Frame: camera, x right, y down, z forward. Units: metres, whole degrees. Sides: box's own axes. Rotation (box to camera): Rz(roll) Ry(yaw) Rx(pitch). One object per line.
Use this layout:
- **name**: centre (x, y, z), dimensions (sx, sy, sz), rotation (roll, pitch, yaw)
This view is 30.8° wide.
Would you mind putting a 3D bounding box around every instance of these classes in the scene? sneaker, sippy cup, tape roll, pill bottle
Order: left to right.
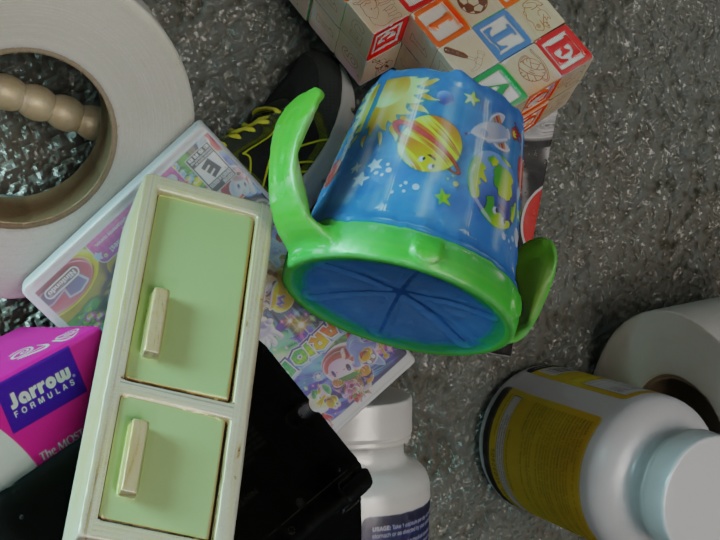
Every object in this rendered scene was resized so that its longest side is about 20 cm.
- **tape roll**: centre (-0.193, -0.080, 0.734), dimensions (0.200, 0.037, 0.205), rotation (-11, 122, -18)
- **sneaker**: centre (-0.070, -0.064, 0.823), dimensions (0.084, 0.074, 0.202), rotation (35, 66, -28)
- **pill bottle**: centre (-0.009, 0.182, 0.877), dimensions (0.110, 0.111, 0.203), rotation (-1, 97, -28)
- **sippy cup**: centre (0.035, -0.038, 0.742), dimensions (0.178, 0.138, 0.132), rotation (59, 42, -61)
- **pill bottle**: centre (0.178, 0.136, 0.920), dimensions (0.111, 0.199, 0.114), rotation (-3, 97, -27)
- **tape roll**: centre (0.287, 0.118, 0.977), dimensions (0.138, 0.202, 0.206), rotation (-9, 100, -26)

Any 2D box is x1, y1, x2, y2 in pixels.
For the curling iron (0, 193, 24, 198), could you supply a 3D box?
- **curling iron**: centre (-0.175, -0.020, 0.813), dimensions (0.198, 0.025, 0.050), rotation (19, 84, -28)

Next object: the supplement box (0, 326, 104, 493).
- **supplement box**: centre (-0.175, 0.142, 0.743), dimensions (0.101, 0.103, 0.202), rotation (-30, 107, -38)

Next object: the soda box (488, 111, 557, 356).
- **soda box**: centre (0.083, -0.045, 0.927), dimensions (0.070, 0.063, 0.203), rotation (10, 91, -28)

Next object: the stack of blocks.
- **stack of blocks**: centre (0.039, -0.170, 0.836), dimensions (0.115, 0.059, 0.201), rotation (-33, 76, -22)

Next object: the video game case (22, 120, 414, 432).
- **video game case**: centre (-0.081, 0.032, 0.783), dimensions (0.143, 0.018, 0.200), rotation (-41, 111, 3)

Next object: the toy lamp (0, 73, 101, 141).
- **toy lamp**: centre (-0.204, -0.102, 0.771), dimensions (0.198, 0.058, 0.059), rotation (18, 87, -27)

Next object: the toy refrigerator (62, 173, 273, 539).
- **toy refrigerator**: centre (-0.097, 0.055, 0.675), dimensions (0.075, 0.070, 0.202), rotation (15, 59, -15)

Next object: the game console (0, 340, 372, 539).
- **game console**: centre (-0.096, 0.167, 0.735), dimensions (0.199, 0.117, 0.176), rotation (-34, 81, -39)
